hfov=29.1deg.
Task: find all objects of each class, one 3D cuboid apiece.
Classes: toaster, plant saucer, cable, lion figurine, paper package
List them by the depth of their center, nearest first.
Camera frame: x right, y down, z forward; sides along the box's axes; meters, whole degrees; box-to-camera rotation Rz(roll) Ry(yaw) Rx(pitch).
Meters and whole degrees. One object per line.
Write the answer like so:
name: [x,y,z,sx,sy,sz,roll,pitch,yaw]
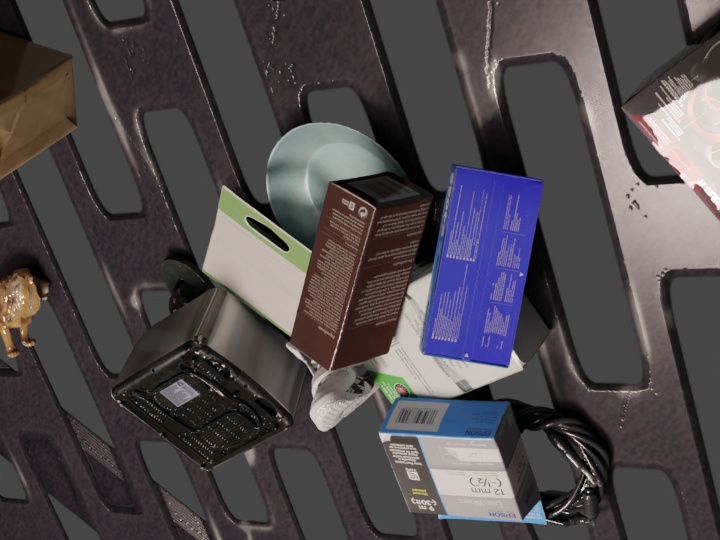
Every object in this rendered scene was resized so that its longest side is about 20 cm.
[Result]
plant saucer: [-0.014,-0.084,1.572,0.201,0.039,0.201,16,127,23]
cable: [0.193,0.226,1.639,0.200,0.051,0.163,13,126,27]
paper package: [-0.476,-0.209,1.687,0.200,0.191,0.104,20,129,20]
toaster: [-0.182,0.136,1.737,0.181,0.119,0.200,41,130,-23]
lion figurine: [-0.521,0.050,1.976,0.200,0.072,0.123,5,115,35]

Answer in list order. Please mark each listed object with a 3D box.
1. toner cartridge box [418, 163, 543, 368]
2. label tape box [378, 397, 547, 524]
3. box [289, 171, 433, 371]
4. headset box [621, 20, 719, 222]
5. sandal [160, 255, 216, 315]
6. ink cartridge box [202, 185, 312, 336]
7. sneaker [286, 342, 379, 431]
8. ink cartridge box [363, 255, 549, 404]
toner cartridge box: [0.125,-0.005,1.446,0.095,0.043,0.200,10,97,-4]
label tape box: [0.121,0.240,1.596,0.143,0.066,0.200,-1,127,27]
box: [0.000,0.000,1.489,0.075,0.100,0.200,31,118,33]
headset box: [0.350,-0.150,1.263,0.149,0.075,0.200,48,133,-3]
sandal: [-0.206,0.073,1.797,0.075,0.048,0.201,-8,116,37]
ink cartridge box: [-0.109,-0.019,1.641,0.145,0.048,0.200,36,147,8]
sneaker: [-0.041,0.116,1.631,0.075,0.200,0.115,-44,84,16]
ink cartridge box: [0.092,0.064,1.572,0.200,0.083,0.147,-26,103,42]
